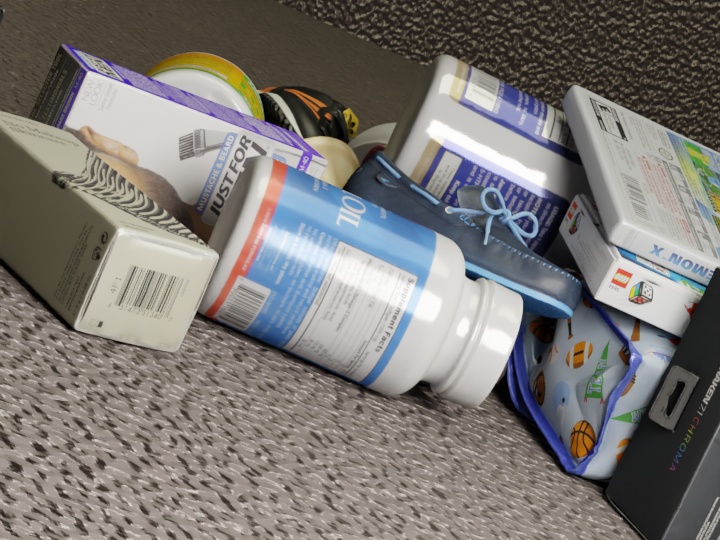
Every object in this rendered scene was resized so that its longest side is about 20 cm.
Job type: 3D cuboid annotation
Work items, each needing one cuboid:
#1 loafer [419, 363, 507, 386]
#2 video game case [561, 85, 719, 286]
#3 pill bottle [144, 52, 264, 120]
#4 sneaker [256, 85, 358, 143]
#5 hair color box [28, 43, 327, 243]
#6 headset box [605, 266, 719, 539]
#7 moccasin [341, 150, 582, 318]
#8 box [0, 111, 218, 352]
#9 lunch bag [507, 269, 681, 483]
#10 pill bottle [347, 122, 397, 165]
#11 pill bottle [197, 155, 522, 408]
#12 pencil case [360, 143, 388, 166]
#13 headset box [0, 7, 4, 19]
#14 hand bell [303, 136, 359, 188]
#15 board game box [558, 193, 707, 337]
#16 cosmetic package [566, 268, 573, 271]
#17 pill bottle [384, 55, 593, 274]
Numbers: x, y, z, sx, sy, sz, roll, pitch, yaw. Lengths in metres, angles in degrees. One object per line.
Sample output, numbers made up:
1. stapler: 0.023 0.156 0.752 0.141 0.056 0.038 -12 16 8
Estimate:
1. loafer: 0.025 0.026 1.698 0.199 0.072 0.063 27 6 24
2. video game case: 0.236 -0.043 1.693 0.181 0.022 0.201 23 26 -18
3. pill bottle: -0.130 -0.111 1.877 0.110 0.112 0.200 25 10 -5
4. sneaker: -0.040 -0.117 1.963 0.089 0.071 0.200 -7 14 -13
5. hair color box: -0.133 -0.066 1.651 0.199 0.110 0.065 19 13 -31
6. headset box: 0.280 0.115 1.569 0.199 0.175 0.093 20 12 -23
7. moccasin: 0.069 -0.031 1.654 0.199 0.069 0.080 26 -10 25
8. box: -0.174 -0.027 1.467 0.082 0.069 0.200 15 15 -41
9. lunch bag: 0.202 0.082 1.700 0.169 0.125 0.200 20 19 -24
10. pill bottle: 0.039 -0.066 2.050 0.119 0.120 0.200 28 10 12
11. pill bottle: 0.000 0.013 1.570 0.199 0.113 0.112 24 10 -11
12. pencil case: 0.095 -0.048 1.914 0.198 0.088 0.087 9 16 -24
13. headset box: -0.375 -0.195 1.716 0.173 0.093 0.200 16 14 -41
14. hand bell: 0.000 0.000 1.784 0.104 0.104 0.200 16 27 -43
15. board game box: 0.239 0.020 1.660 0.199 0.035 0.126 24 18 -15
16. cosmetic package: 0.165 0.026 1.850 0.198 0.083 0.051 10 -34 -3
17. pill bottle: 0.121 -0.064 1.783 0.199 0.120 0.120 27 10 -7
